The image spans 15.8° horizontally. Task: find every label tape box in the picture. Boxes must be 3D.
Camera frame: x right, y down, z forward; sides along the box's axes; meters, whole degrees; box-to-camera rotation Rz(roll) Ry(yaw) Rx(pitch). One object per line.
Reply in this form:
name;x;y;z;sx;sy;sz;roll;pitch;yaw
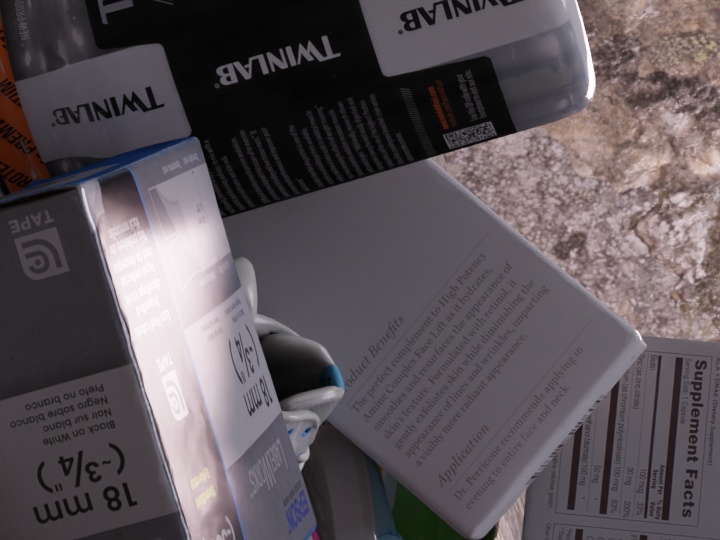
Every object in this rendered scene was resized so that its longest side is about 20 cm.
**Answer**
label tape box;-0.062;0.069;0.777;0.144;0.063;0.201;-41;115;-77

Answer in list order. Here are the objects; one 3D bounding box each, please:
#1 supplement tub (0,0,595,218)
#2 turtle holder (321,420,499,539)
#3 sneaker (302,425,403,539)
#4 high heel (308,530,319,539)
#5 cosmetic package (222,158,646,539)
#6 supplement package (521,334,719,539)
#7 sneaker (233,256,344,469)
supplement tub;-0.028;-0.086;0.885;0.123;0.199;0.123;-16;90;-85
turtle holder;0.010;0.084;1.110;0.186;0.131;0.142;-63;157;-70
sneaker;0.015;0.143;1.032;0.074;0.082;0.201;36;-41;54
high heel;-0.038;0.122;0.928;0.096;0.067;0.201;-86;173;-61
cosmetic package;0.000;0.000;0.975;0.200;0.102;0.074;41;2;8
supplement package;0.127;0.128;1.103;0.200;0.110;0.156;68;28;-72
sneaker;-0.043;0.065;0.927;0.200;0.086;0.075;69;6;-53
